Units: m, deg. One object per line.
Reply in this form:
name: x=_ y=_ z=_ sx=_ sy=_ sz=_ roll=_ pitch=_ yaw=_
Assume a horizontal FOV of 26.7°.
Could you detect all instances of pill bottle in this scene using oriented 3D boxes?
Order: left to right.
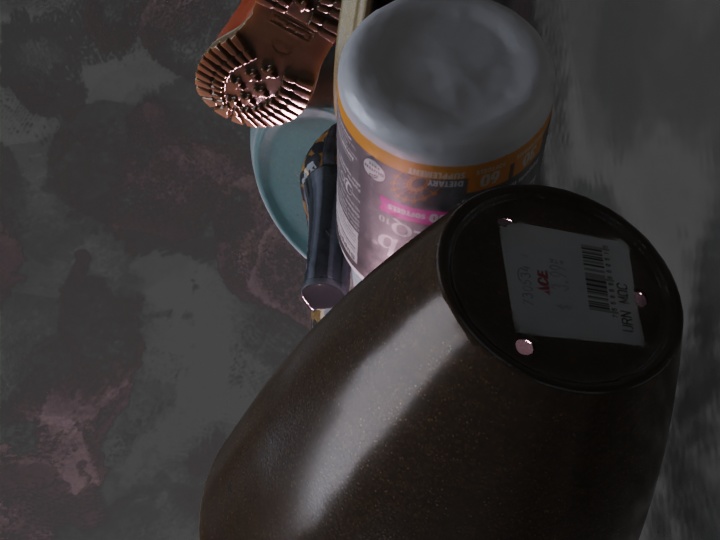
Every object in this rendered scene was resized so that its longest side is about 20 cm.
pill bottle: x=0.043 y=-0.051 z=0.860 sx=0.200 sy=0.116 sz=0.116 roll=91 pitch=175 yaw=-55

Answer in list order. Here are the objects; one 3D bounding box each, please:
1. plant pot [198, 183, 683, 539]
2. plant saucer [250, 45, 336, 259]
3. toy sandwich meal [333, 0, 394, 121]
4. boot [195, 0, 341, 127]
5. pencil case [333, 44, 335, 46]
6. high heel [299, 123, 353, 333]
plant pot: x=0.046 y=0.064 z=0.607 sx=0.200 sy=0.187 sz=0.187 roll=114 pitch=157 yaw=-48
plant saucer: x=-0.009 y=-0.061 z=1.076 sx=0.036 sy=0.200 sz=0.200 roll=-40 pitch=-38 yaw=-41
toy sandwich meal: x=0.037 y=-0.167 z=0.920 sx=0.205 sy=0.070 sz=0.205 roll=11 pitch=-90 yaw=-83
boot: x=-0.042 y=-0.174 z=1.006 sx=0.200 sy=0.075 sz=0.107 roll=-44 pitch=20 yaw=51
pencil case: x=-0.023 y=-0.168 z=1.168 sx=0.200 sy=0.094 sz=0.091 roll=-147 pitch=70 yaw=-77
high heel: x=0.000 y=0.000 z=1.041 sx=0.200 sy=0.071 sz=0.143 roll=72 pitch=-161 yaw=-56
